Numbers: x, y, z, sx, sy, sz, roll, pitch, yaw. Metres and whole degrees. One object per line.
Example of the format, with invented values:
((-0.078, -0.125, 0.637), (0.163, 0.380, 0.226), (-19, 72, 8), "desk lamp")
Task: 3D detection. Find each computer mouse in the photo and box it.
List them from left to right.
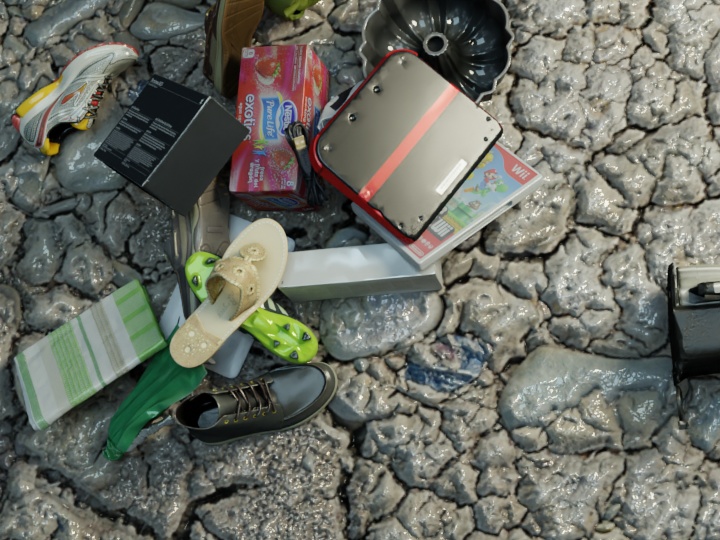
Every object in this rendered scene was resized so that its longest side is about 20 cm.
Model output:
((-0.033, -0.175, 1.681), (0.044, 0.110, 0.200), (-4, 31, 36), "computer mouse")

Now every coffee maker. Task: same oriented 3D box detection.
((0.468, 0.078, 1.545), (0.200, 0.135, 0.192), (-3, 100, 11), "coffee maker")

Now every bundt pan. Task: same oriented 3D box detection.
((0.101, -0.281, 1.707), (0.202, 0.076, 0.202), (-2, 77, 9), "bundt pan")

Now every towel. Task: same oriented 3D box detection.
((-0.349, 0.110, 1.696), (0.200, 0.031, 0.149), (-32, 42, 0), "towel")

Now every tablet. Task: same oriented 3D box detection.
((-0.180, 0.029, 1.722), (0.130, 0.014, 0.200), (22, 82, 15), "tablet")

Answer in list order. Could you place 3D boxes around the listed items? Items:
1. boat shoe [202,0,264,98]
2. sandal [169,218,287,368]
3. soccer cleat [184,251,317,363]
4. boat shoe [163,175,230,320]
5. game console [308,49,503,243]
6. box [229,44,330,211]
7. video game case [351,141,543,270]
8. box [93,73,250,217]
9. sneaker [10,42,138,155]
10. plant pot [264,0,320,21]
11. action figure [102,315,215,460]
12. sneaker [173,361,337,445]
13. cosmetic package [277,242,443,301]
((-0.179, -0.324, 1.724), (0.072, 0.200, 0.072), (-32, 59, -34), "boat shoe")
((-0.156, 0.028, 1.581), (0.078, 0.070, 0.212), (36, 84, 0), "sandal")
((-0.140, 0.051, 1.657), (0.200, 0.081, 0.068), (39, 84, -1), "soccer cleat")
((-0.213, -0.027, 1.705), (0.073, 0.074, 0.200), (-2, 83, 39), "boat shoe")
((0.054, -0.158, 1.612), (0.177, 0.031, 0.200), (40, 75, -2), "game console")
((-0.103, -0.184, 1.707), (0.095, 0.100, 0.200), (0, 77, 17), "box")
((0.108, -0.096, 1.643), (0.200, 0.017, 0.143), (-35, 52, -16), "video game case")
((-0.246, -0.165, 1.688), (0.141, 0.079, 0.200), (-56, 33, -3), "box")
((-0.378, -0.235, 1.792), (0.200, 0.078, 0.082), (-40, 78, 10), "sneaker")
((-0.122, -0.439, 1.740), (0.190, 0.200, 0.200), (43, 88, 5), "plant pot")
((-0.266, 0.169, 1.672), (0.200, 0.055, 0.118), (-48, 37, 14), "action figure")
((-0.128, 0.165, 1.632), (0.200, 0.106, 0.075), (-23, 74, 5), "sneaker")
((0.000, 0.000, 1.659), (0.200, 0.083, 0.051), (-5, 77, 9), "cosmetic package")
